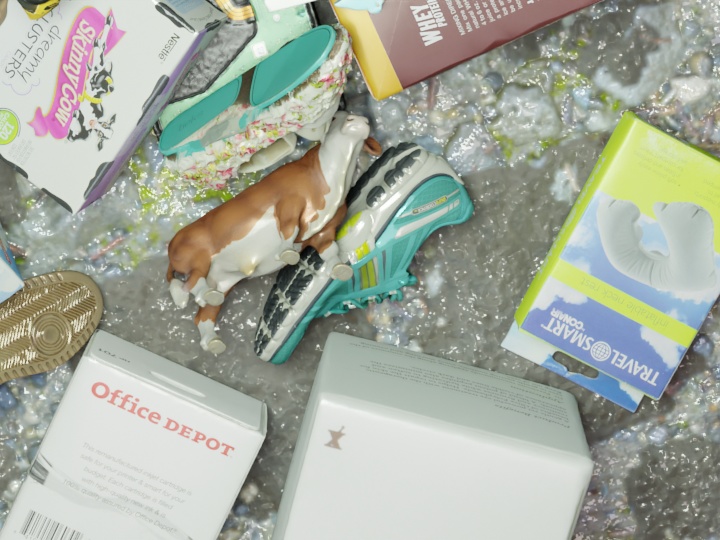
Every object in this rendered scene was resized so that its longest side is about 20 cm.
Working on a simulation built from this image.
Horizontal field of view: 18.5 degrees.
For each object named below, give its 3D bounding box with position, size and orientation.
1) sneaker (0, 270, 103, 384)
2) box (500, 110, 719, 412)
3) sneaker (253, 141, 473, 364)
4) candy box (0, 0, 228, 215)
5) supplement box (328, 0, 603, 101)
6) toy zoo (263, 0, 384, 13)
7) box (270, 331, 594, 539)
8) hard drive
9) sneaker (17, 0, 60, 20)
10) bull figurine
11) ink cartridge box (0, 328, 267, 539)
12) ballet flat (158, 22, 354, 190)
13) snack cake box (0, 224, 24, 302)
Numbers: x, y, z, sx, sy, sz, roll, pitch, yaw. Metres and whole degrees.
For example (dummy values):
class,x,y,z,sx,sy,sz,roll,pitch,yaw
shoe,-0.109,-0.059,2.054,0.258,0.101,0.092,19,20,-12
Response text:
class,x,y,z,sx,sy,sz,roll,pitch,yaw
sneaker,-0.288,0.065,1.631,0.200,0.112,0.071,-35,102,-23
box,0.201,-0.001,1.613,0.122,0.048,0.200,27,101,-5
sneaker,0.000,0.000,1.605,0.080,0.078,0.200,41,102,-20
candy box,-0.222,-0.167,1.540,0.200,0.072,0.168,37,111,2
supplement box,0.060,-0.252,1.513,0.200,0.133,0.197,-24,101,6
toy zoo,-0.032,-0.258,1.434,0.131,0.020,0.200,-27,101,6
box,0.043,0.177,1.591,0.199,0.171,0.200,15,102,-3
hard drive,-0.104,-0.188,1.578,0.140,0.038,0.200,-18,101,5
sneaker,-0.189,-0.207,1.449,0.200,0.070,0.090,7,96,7
bull figurine,-0.060,-0.030,1.569,0.200,0.122,0.065,-34,125,26
ink cartridge box,-0.174,0.167,1.635,0.146,0.086,0.200,25,101,-5
ballet flat,-0.059,-0.109,1.514,0.064,0.076,0.200,36,141,-27
snack cake box,-0.349,0.016,1.576,0.200,0.115,0.067,-35,131,4
